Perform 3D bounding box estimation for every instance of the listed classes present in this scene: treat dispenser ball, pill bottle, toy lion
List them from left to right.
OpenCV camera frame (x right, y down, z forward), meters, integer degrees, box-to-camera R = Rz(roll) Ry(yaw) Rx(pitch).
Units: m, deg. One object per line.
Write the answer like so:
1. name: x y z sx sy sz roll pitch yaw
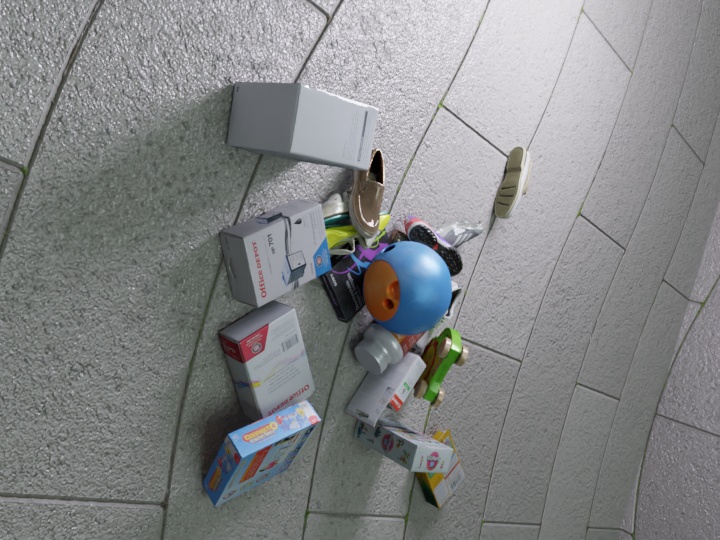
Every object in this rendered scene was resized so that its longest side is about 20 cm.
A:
1. pill bottle: 0.079 0.146 1.711 0.200 0.111 0.114 -44 128 -28
2. treat dispenser ball: 0.102 0.039 1.594 0.198 0.199 0.206 -14 111 -41
3. toy lion: 0.186 0.224 1.791 0.068 0.192 0.203 23 112 -8

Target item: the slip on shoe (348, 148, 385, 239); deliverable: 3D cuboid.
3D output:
1. slip on shoe: 0.022 -0.167 1.544 0.075 0.060 0.204 25 55 -32

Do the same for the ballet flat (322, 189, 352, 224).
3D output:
1. ballet flat: -0.038 -0.138 1.565 0.198 0.067 0.064 -15 84 -46

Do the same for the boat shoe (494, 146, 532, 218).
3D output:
1. boat shoe: 0.426 -0.231 1.986 0.068 0.074 0.204 23 84 -40

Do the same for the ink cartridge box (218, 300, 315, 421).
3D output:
1. ink cartridge box: -0.187 0.188 1.475 0.145 0.082 0.204 -31 122 -35

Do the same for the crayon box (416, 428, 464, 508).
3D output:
1. crayon box: 0.212 0.535 1.995 0.125 0.051 0.203 -41 128 -30

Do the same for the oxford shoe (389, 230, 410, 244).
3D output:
1. oxford shoe: 0.137 -0.024 1.750 0.071 0.074 0.200 -56 132 -14

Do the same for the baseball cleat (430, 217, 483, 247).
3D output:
1. baseball cleat: 0.228 -0.074 1.844 0.197 0.069 0.109 -6 111 -34

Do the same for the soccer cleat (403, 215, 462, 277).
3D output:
1. soccer cleat: 0.176 -0.060 1.744 0.068 0.074 0.199 -43 124 11

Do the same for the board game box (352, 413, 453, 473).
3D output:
1. board game box: 0.101 0.415 1.743 0.146 0.198 0.066 19 88 -45

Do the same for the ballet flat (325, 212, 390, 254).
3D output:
1. ballet flat: -0.014 -0.073 1.572 0.197 0.067 0.068 -14 76 -29

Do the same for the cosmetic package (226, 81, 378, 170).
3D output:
1. cosmetic package: -0.109 -0.267 1.347 0.198 0.197 0.126 6 97 -45

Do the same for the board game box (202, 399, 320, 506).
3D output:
1. board game box: -0.199 0.365 1.457 0.194 0.056 0.201 -17 148 -41

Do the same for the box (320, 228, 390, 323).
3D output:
1. box: 0.000 0.000 1.647 0.200 0.036 0.145 -44 128 -27

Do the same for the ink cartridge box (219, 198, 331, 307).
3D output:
1. ink cartridge box: -0.163 -0.037 1.438 0.198 0.085 0.149 -29 120 -38

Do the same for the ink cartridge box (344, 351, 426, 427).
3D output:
1. ink cartridge box: 0.059 0.281 1.730 0.202 0.108 0.051 -56 132 -18

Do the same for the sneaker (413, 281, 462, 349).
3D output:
1. sneaker: 0.191 0.111 1.844 0.073 0.070 0.203 39 74 -43
